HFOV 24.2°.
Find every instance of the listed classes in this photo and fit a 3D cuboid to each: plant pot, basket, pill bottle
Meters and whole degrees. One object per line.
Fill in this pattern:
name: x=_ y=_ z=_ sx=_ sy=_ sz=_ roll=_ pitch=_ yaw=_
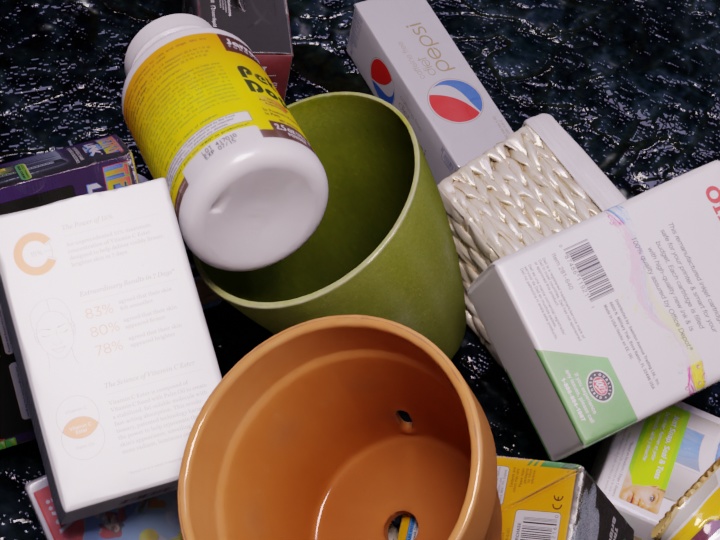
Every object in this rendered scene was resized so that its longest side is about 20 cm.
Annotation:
plant pot: x=0.003 y=0.146 z=1.058 sx=0.199 sy=0.140 sz=0.201 roll=-10 pitch=63 yaw=20
plant pot: x=0.000 y=0.000 z=1.281 sx=0.186 sy=0.200 sz=0.188 roll=-16 pitch=51 yaw=20
basket: x=0.152 y=0.000 z=1.358 sx=0.123 sy=0.136 sz=0.200 roll=-29 pitch=65 yaw=-24
pill bottle: x=-0.105 y=-0.099 z=1.203 sx=0.109 sy=0.110 sz=0.200 roll=-14 pitch=45 yaw=-18

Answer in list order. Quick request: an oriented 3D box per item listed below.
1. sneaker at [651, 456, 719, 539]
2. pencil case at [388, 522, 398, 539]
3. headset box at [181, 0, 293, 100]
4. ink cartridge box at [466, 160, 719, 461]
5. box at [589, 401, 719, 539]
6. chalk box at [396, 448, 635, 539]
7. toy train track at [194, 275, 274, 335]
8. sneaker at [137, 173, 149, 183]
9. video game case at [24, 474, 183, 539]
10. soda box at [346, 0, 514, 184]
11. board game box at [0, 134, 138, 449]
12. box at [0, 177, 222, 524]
sneaker: x=0.298 y=0.156 z=1.196 sx=0.200 sy=0.075 sz=0.090 roll=-38 pitch=78 yaw=-22
pencil case: x=-0.060 y=0.240 z=1.155 sx=0.199 sy=0.090 sz=0.078 roll=-21 pitch=46 yaw=-18
headset box: x=-0.107 y=-0.183 z=1.396 sx=0.077 sy=0.200 sz=0.150 roll=-2 pitch=57 yaw=-11
ink cartridge box: x=0.202 y=0.029 z=1.226 sx=0.199 sy=0.084 sz=0.146 roll=-24 pitch=81 yaw=-16
box: x=0.270 y=0.189 z=1.269 sx=0.199 sy=0.102 sz=0.113 roll=23 pitch=56 yaw=6
chalk box: x=0.114 y=0.219 z=1.177 sx=0.123 sy=0.200 sz=0.126 roll=3 pitch=66 yaw=24
toy train track: x=-0.120 y=0.020 z=1.362 sx=0.199 sy=0.033 sz=0.115 roll=-19 pitch=68 yaw=-15
sneaker: x=-0.236 y=-0.035 z=1.324 sx=0.075 sy=0.115 sz=0.200 roll=41 pitch=59 yaw=17
video game case: x=-0.118 y=0.175 z=1.192 sx=0.199 sy=0.017 sz=0.144 roll=-24 pitch=92 yaw=-17
soda box: x=0.063 y=-0.155 z=1.490 sx=0.068 sy=0.064 sz=0.201 roll=-19 pitch=62 yaw=-21
board game box: x=-0.233 y=0.018 z=1.239 sx=0.164 sy=0.201 sz=0.057 roll=-16 pitch=25 yaw=-18
box: x=-0.169 y=0.055 z=1.139 sx=0.124 sy=0.097 sz=0.201 roll=-14 pitch=81 yaw=-15
